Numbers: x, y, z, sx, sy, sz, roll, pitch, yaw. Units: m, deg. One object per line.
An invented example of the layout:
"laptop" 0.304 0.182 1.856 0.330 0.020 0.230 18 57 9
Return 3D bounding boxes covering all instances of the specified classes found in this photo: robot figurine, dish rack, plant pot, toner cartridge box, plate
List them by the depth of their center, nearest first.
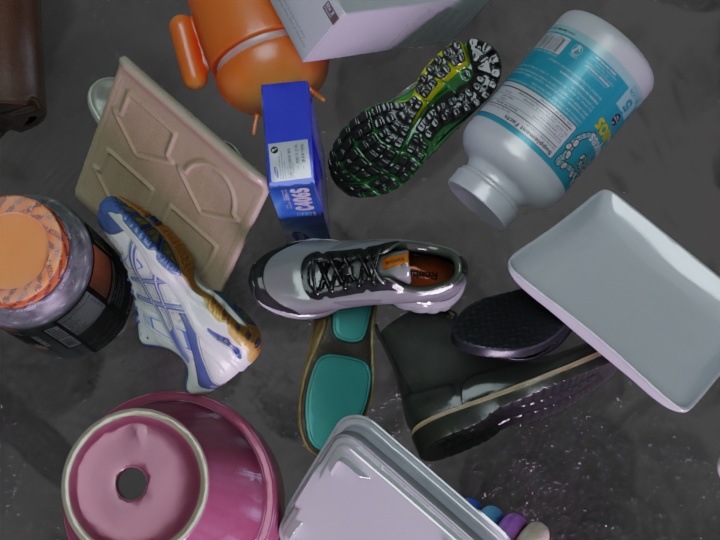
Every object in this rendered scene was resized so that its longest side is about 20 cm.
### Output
"dish rack" 0.021 0.241 1.397 0.200 0.044 0.172 40 125 15
"plant pot" -0.176 0.197 1.410 0.199 0.179 0.201 -1 77 6
"plate" 0.244 0.028 1.428 0.200 0.032 0.199 41 40 14
"toner cartridge box" -0.057 -0.092 1.454 0.043 0.200 0.095 -4 75 2
"robot figurine" -0.100 -0.233 1.540 0.143 0.117 0.201 -11 72 -27
"plant pot" -0.387 -0.233 1.543 0.200 0.200 0.199 -11 84 4

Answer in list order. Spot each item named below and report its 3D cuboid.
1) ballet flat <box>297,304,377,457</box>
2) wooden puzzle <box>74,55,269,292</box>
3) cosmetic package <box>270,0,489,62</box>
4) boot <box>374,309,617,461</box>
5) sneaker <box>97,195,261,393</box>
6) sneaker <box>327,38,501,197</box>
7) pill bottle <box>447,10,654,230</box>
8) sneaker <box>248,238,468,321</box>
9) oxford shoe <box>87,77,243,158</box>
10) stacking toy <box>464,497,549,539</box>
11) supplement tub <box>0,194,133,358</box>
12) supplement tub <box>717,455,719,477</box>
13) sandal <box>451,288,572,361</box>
"ballet flat" -0.019 0.078 1.481 0.068 0.063 0.201 17 73 -13
"wooden puzzle" -0.170 -0.079 1.488 0.185 0.200 0.046 41 47 14
"cosmetic package" 0.014 -0.268 1.496 0.200 0.081 0.113 -13 70 -39
"boot" 0.121 0.071 1.466 0.199 0.078 0.139 -20 63 -7
"sneaker" -0.183 0.025 1.455 0.088 0.075 0.200 -42 84 15
"sneaker" 0.057 -0.138 1.523 0.200 0.085 0.078 -37 86 12
"pill bottle" 0.170 -0.134 1.486 0.111 0.111 0.200 40 84 14
"sneaker" 0.000 0.000 1.430 0.199 0.079 0.074 -3 76 -9
"oxford shoe" -0.180 -0.127 1.542 0.200 0.058 0.075 40 60 15
"stacking toy" 0.064 0.221 1.433 0.200 0.085 0.086 26 81 17
"supplement tub" -0.286 0.004 1.458 0.122 0.200 0.123 -2 76 6
"supplement tub" 0.418 0.148 1.378 0.200 0.132 0.132 -40 75 -5
"sandal" 0.158 0.048 1.430 0.200 0.048 0.075 -21 41 -41
